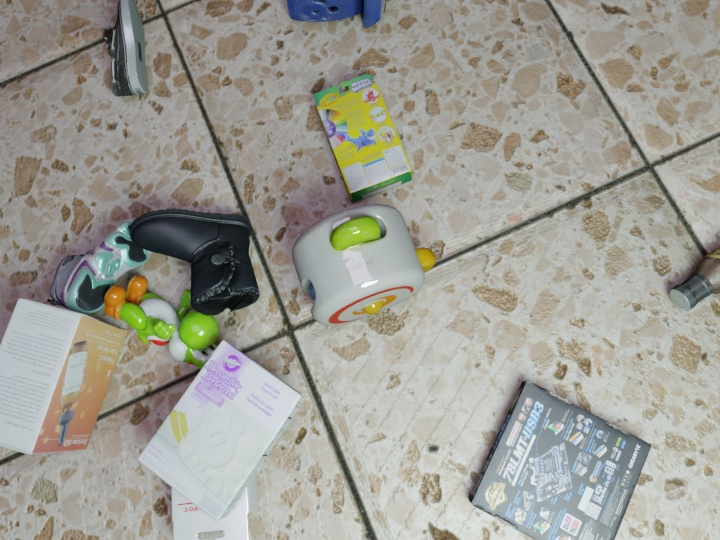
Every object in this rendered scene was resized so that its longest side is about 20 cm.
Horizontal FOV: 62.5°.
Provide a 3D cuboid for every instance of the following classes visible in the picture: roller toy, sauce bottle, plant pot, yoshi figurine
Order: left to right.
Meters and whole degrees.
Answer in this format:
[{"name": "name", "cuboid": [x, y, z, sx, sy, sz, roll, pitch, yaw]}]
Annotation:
[{"name": "yoshi figurine", "cuboid": [-0.298, 0.074, 0.938, 0.199, 0.112, 0.113, 32, 73, 8]}, {"name": "plant pot", "cuboid": [-0.026, -0.563, 1.036, 0.178, 0.200, 0.202, 14, 76, 2]}, {"name": "roller toy", "cuboid": [0.000, 0.000, 0.896, 0.182, 0.199, 0.141, -31, 72, 32]}, {"name": "sauce bottle", "cuboid": [0.570, -0.009, 0.914, 0.199, 0.065, 0.065, -33, 76, -6]}]

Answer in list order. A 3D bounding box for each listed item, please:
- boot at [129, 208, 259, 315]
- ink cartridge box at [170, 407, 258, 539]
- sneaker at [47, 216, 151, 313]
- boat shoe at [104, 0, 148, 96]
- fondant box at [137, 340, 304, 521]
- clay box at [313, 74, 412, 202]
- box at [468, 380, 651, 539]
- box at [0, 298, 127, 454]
[{"name": "boot", "cuboid": [-0.262, -0.013, 0.929, 0.198, 0.077, 0.169, -1, 49, -15]}, {"name": "ink cartridge box", "cuboid": [-0.218, 0.305, 0.890, 0.114, 0.068, 0.202, -6, 75, 2]}, {"name": "sneaker", "cuboid": [-0.442, -0.018, 0.989, 0.139, 0.078, 0.201, 2, 43, 35]}, {"name": "boat shoe", "cuboid": [-0.437, -0.416, 1.090, 0.063, 0.071, 0.202, -9, 77, 1]}, {"name": "fondant box", "cuboid": [-0.194, 0.224, 0.846, 0.144, 0.058, 0.201, 32, 76, 10]}, {"name": "clay box", "cuboid": [0.002, -0.230, 1.021, 0.114, 0.048, 0.202, -20, 74, -1]}, {"name": "box", "cuboid": [0.289, 0.296, 0.865, 0.197, 0.050, 0.201, 26, 79, 11]}, {"name": "box", "cuboid": [-0.466, 0.163, 0.902, 0.105, 0.152, 0.202, 13, 78, 7]}]
